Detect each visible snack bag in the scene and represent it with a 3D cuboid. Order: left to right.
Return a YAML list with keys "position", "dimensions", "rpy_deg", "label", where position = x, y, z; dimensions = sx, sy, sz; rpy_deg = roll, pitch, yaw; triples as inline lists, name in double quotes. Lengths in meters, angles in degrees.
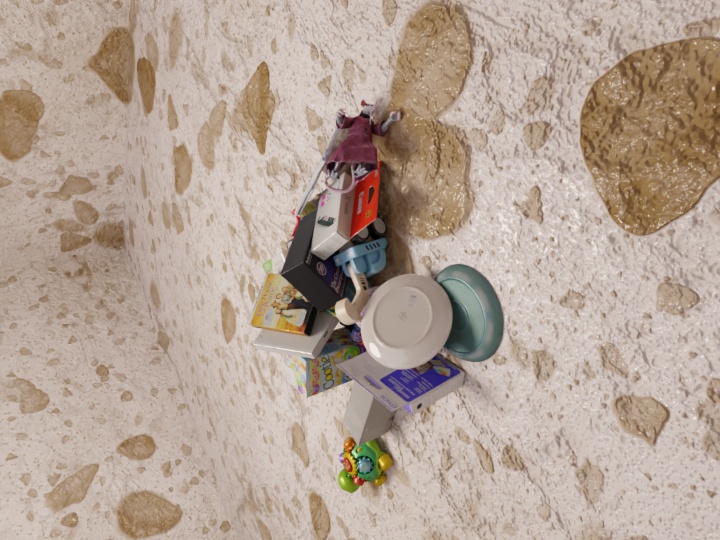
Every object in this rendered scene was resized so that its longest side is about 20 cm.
- position: [-0.093, -0.248, 1.299]
  dimensions: [0.200, 0.021, 0.190]
  rpy_deg: [-54, 13, 46]
  label: "snack bag"

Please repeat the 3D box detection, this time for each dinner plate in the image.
- position: [0.087, 0.097, 1.098]
  dimensions: [0.198, 0.024, 0.202]
  rpy_deg: [-11, 62, 21]
  label: "dinner plate"

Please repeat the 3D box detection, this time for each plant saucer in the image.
- position: [0.200, 0.089, 1.091]
  dimensions: [0.199, 0.027, 0.203]
  rpy_deg: [25, 122, 50]
  label: "plant saucer"

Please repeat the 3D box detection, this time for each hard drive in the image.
- position: [-0.159, 0.151, 1.354]
  dimensions: [0.198, 0.132, 0.026]
  rpy_deg: [2, 135, 36]
  label: "hard drive"

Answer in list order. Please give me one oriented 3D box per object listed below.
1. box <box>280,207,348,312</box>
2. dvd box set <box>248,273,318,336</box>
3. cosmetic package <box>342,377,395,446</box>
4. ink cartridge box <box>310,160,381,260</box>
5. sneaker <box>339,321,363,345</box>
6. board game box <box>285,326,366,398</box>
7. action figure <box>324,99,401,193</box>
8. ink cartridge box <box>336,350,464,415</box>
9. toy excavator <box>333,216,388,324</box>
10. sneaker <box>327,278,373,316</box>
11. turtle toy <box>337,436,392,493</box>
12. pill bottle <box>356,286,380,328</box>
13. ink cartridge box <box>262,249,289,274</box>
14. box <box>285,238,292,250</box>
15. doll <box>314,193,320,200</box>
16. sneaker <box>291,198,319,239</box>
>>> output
- position: [-0.093, -0.029, 1.268]
  dimensions: [0.078, 0.141, 0.201]
  rpy_deg: [-28, 33, 32]
  label: "box"
- position: [-0.184, 0.082, 1.364]
  dimensions: [0.198, 0.029, 0.148]
  rpy_deg: [4, 69, 38]
  label: "dvd box set"
- position: [0.033, 0.323, 1.343]
  dimensions: [0.090, 0.106, 0.202]
  rpy_deg: [48, 138, 36]
  label: "cosmetic package"
- position: [-0.032, -0.144, 1.201]
  dimensions: [0.173, 0.043, 0.202]
  rpy_deg: [-36, 34, 37]
  label: "ink cartridge box"
- position: [0.015, 0.162, 1.337]
  dimensions: [0.200, 0.078, 0.076]
  rpy_deg: [41, 133, 41]
  label: "sneaker"
- position: [-0.079, 0.228, 1.388]
  dimensions: [0.104, 0.198, 0.104]
  rpy_deg: [25, 121, 49]
  label: "board game box"
- position: [0.004, -0.278, 1.174]
  dimensions: [0.149, 0.132, 0.202]
  rpy_deg: [108, 176, -62]
  label: "action figure"
- position: [0.082, 0.222, 1.152]
  dimensions: [0.197, 0.198, 0.044]
  rpy_deg: [30, 129, 48]
  label: "ink cartridge box"
- position: [0.000, 0.000, 1.210]
  dimensions: [0.099, 0.193, 0.202]
  rpy_deg: [-25, 86, 44]
  label: "toy excavator"
- position: [-0.049, 0.036, 1.341]
  dimensions: [0.201, 0.129, 0.080]
  rpy_deg: [53, 138, 32]
  label: "sneaker"
- position: [-0.003, 0.519, 1.463]
  dimensions: [0.146, 0.100, 0.202]
  rpy_deg: [47, 136, 37]
  label: "turtle toy"
- position: [0.078, 0.119, 1.188]
  dimensions: [0.200, 0.111, 0.114]
  rpy_deg: [33, 127, 51]
  label: "pill bottle"
- position: [-0.175, 0.049, 1.490]
  dimensions: [0.145, 0.083, 0.202]
  rpy_deg: [-22, 89, 56]
  label: "ink cartridge box"
- position: [-0.131, -0.029, 1.515]
  dimensions: [0.199, 0.044, 0.162]
  rpy_deg: [-20, 85, 56]
  label: "box"
- position: [-0.040, -0.148, 1.339]
  dimensions: [0.199, 0.048, 0.138]
  rpy_deg: [12, 112, 53]
  label: "doll"
- position: [-0.136, -0.077, 1.385]
  dimensions: [0.078, 0.090, 0.203]
  rpy_deg: [13, 114, 51]
  label: "sneaker"
